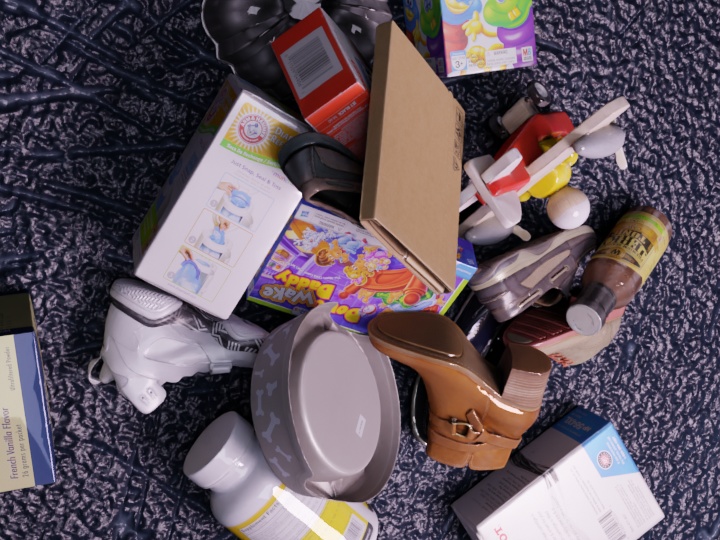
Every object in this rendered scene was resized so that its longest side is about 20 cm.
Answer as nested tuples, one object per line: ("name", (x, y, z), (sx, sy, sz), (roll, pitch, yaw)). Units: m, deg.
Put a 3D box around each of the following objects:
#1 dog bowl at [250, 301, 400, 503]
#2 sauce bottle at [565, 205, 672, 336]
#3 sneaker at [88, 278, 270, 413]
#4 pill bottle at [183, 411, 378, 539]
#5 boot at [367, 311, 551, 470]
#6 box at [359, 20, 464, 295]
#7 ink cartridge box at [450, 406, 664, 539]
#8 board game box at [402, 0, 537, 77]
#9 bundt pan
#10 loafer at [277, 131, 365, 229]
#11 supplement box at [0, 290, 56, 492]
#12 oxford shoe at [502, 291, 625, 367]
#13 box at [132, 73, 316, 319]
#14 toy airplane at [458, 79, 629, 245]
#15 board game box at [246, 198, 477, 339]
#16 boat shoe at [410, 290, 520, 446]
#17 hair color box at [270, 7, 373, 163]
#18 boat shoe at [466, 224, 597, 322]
("dog bowl", (-0.035, 0.134, 1.067), (0.200, 0.059, 0.201), (27, 57, -52))
("sauce bottle", (0.283, 0.000, 1.174), (0.200, 0.065, 0.065), (-47, 114, -43))
("sneaker", (-0.173, 0.092, 1.083), (0.199, 0.075, 0.115), (22, 93, -16))
("pill bottle", (-0.084, 0.238, 1.113), (0.200, 0.112, 0.112), (44, 84, -19))
("boot", (0.089, 0.131, 1.130), (0.199, 0.077, 0.156), (12, 126, -6))
("box", (0.051, -0.100, 0.973), (0.163, 0.021, 0.201), (39, 50, -52))
("ink cartridge box", (0.227, 0.278, 1.238), (0.200, 0.084, 0.146), (-34, 107, -10))
("board game box", (0.105, -0.304, 1.095), (0.105, 0.103, 0.201), (-11, 102, -17))
("bundt pan", (-0.055, -0.269, 1.063), (0.201, 0.076, 0.203), (-3, 100, -19))
("loafer", (0.005, -0.062, 0.991), (0.072, 0.063, 0.200), (-40, 141, 28))
("supplement box", (-0.382, 0.111, 0.947), (0.199, 0.200, 0.135), (-8, 101, -17))
("oxford shoe", (0.230, 0.078, 1.187), (0.200, 0.070, 0.075), (-13, 116, -41))
("box", (-0.127, -0.074, 1.033), (0.101, 0.113, 0.200), (29, 101, -20))
("toy airplane", (0.180, -0.094, 1.103), (0.141, 0.200, 0.199), (44, 84, -7))
("board game box", (0.000, 0.000, 1.105), (0.199, 0.045, 0.135), (19, 126, -20))
("boat shoe", (0.117, 0.107, 1.187), (0.074, 0.062, 0.200), (28, 90, -22))
("hair color box", (0.005, -0.147, 1.031), (0.064, 0.111, 0.200), (-33, 144, 12))
("boat shoe", (0.192, 0.005, 1.163), (0.200, 0.074, 0.074), (-22, 92, -39))
